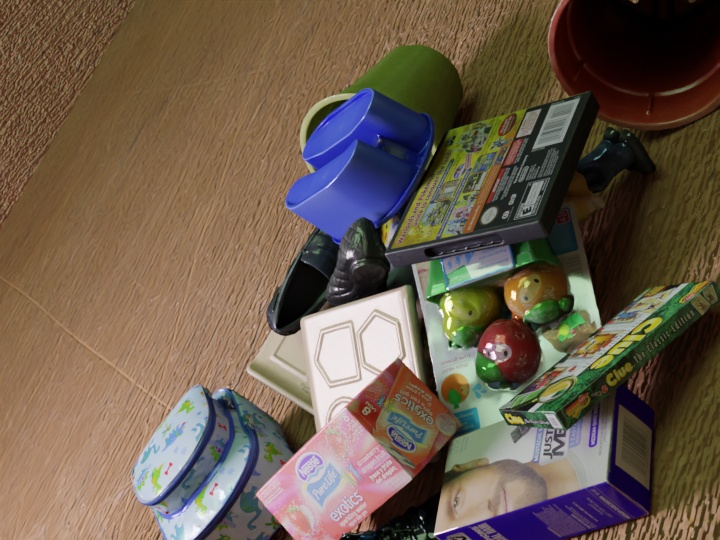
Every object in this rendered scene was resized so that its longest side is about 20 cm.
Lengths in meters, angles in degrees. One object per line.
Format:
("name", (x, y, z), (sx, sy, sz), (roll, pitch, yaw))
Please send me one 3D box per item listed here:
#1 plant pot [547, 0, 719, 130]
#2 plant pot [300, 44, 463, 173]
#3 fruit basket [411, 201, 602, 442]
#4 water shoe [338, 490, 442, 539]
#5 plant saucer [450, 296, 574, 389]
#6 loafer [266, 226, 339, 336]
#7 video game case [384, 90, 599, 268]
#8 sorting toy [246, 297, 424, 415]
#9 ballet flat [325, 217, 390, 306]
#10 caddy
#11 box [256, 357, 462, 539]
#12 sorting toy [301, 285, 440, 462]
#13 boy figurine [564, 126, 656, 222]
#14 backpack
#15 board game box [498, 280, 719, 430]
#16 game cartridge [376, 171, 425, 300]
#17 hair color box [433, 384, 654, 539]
("plant pot", (0.318, -0.289, 1.386), (0.201, 0.201, 0.195), (-29, 26, 38))
("plant pot", (0.050, -0.203, 1.713), (0.200, 0.200, 0.190), (-23, 26, 44))
("fruit basket", (0.142, 0.049, 1.260), (0.185, 0.094, 0.200), (-19, 64, 27))
("water shoe", (0.019, 0.279, 1.243), (0.200, 0.079, 0.072), (-47, 27, 8))
("plant saucer", (0.155, 0.051, 1.367), (0.200, 0.036, 0.200), (-38, 29, 26))
("loafer", (-0.041, -0.007, 1.513), (0.201, 0.068, 0.070), (-55, 6, 4))
("video game case", (0.133, -0.091, 1.287), (0.181, 0.026, 0.200), (-11, 37, 37))
("sorting toy", (-0.019, 0.078, 1.541), (0.185, 0.036, 0.200), (28, 80, 36))
("ballet flat", (0.000, 0.000, 1.425), (0.200, 0.066, 0.057), (116, 153, -69))
("caddy", (0.006, -0.108, 1.411), (0.200, 0.105, 0.142), (-27, 40, 57))
("box", (-0.005, 0.191, 1.286), (0.103, 0.095, 0.200), (-40, -6, -45))
("sorting toy", (0.012, 0.125, 1.401), (0.200, 0.036, 0.185), (-20, 76, 49))
("boy figurine", (0.213, -0.068, 1.342), (0.200, 0.064, 0.124), (-41, 18, -7))
("backpack", (-0.174, 0.247, 1.514), (0.183, 0.147, 0.200), (-52, 29, 3))
("board game box", (0.223, 0.074, 1.144), (0.200, 0.023, 0.105), (-36, 11, -21))
("game cartridge", (0.046, -0.055, 1.497), (0.200, 0.040, 0.133), (-100, 26, -51))
("hair color box", (0.164, 0.184, 1.157), (0.200, 0.065, 0.109), (-29, 34, 40))
